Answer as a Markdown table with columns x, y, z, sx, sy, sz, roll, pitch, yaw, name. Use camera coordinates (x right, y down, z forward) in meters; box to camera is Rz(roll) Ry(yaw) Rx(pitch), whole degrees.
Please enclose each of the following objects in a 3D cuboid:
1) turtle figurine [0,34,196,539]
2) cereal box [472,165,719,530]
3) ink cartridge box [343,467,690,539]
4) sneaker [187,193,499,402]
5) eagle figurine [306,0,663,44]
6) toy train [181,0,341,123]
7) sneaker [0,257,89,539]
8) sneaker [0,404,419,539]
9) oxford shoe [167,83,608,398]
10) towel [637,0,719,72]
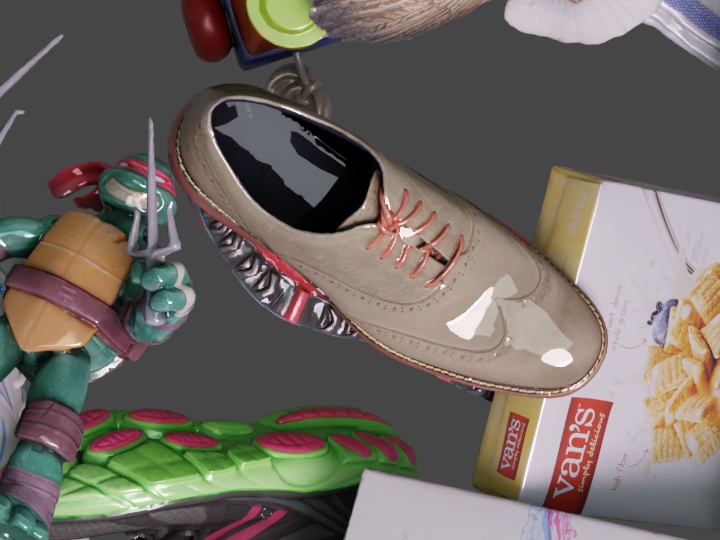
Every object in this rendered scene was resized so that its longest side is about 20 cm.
| x | y | z | sx | sy | sz | roll | pitch | yaw | name |
| --- | --- | --- | --- | --- | --- | --- | --- | --- | --- |
| -0.123 | 0.008 | 1.202 | 0.150 | 0.101 | 0.200 | 16 | 70 | 32 | turtle figurine |
| 0.150 | 0.040 | 1.278 | 0.200 | 0.040 | 0.144 | 8 | 98 | -37 | cereal box |
| 0.090 | 0.161 | 1.242 | 0.200 | 0.145 | 0.088 | 10 | 70 | 11 | ink cartridge box |
| 0.000 | 0.000 | 1.266 | 0.200 | 0.096 | 0.079 | 32 | 82 | -23 | sneaker |
| 0.070 | -0.149 | 1.203 | 0.151 | 0.200 | 0.152 | 30 | 118 | -4 | eagle figurine |
| -0.030 | -0.109 | 1.241 | 0.085 | 0.116 | 0.200 | -18 | 99 | -4 | toy train |
| -0.167 | 0.038 | 1.269 | 0.087 | 0.075 | 0.200 | -37 | 100 | -7 | sneaker |
| -0.063 | 0.106 | 1.264 | 0.200 | 0.077 | 0.084 | 2 | 110 | -30 | sneaker |
| 0.012 | -0.008 | 1.168 | 0.200 | 0.075 | 0.071 | 28 | 85 | -5 | oxford shoe |
| 0.231 | -0.157 | 1.314 | 0.147 | 0.024 | 0.200 | 35 | 92 | -11 | towel |
